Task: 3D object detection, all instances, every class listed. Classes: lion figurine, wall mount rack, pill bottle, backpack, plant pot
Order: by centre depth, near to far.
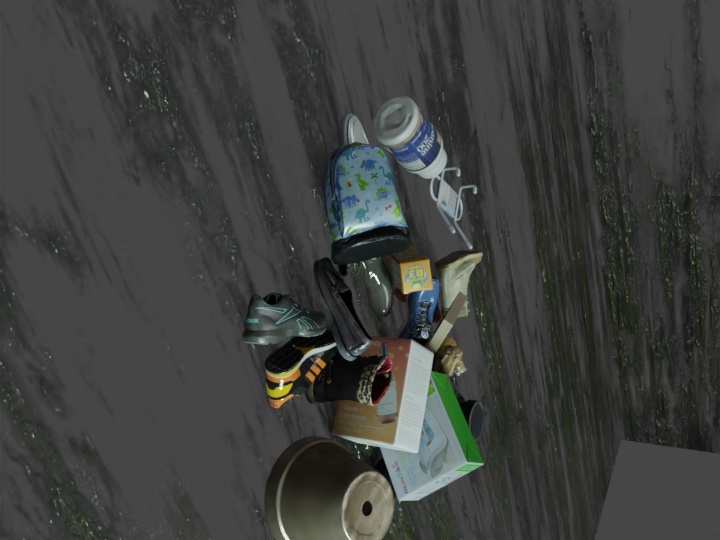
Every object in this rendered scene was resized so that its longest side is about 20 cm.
[{"bbox_3d":[-0.040,0.394,1.162,0.196,0.171,0.206,6,80,-38],"label":"plant pot"},{"bbox_3d":[0.003,-0.136,1.278,0.155,0.158,0.205,102,-23,-64],"label":"backpack"},{"bbox_3d":[0.117,-0.286,1.503,0.199,0.108,0.114,34,62,-53],"label":"pill bottle"},{"bbox_3d":[0.171,0.323,1.518,0.111,0.195,0.116,-3,94,-57],"label":"pill bottle"},{"bbox_3d":[0.196,0.199,1.578,0.201,0.071,0.125,-81,-169,-69],"label":"lion figurine"},{"bbox_3d":[0.243,-0.159,1.741,0.199,0.073,0.179,30,66,-53],"label":"wall mount rack"}]

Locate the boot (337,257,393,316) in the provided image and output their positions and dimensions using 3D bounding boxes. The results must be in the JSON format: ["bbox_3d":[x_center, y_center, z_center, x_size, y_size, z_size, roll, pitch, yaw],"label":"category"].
[{"bbox_3d":[0.000,0.000,1.379,0.129,0.066,0.206,-10,93,-51],"label":"boot"}]

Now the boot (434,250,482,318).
[{"bbox_3d":[0.262,0.035,1.780,0.198,0.071,0.159,-21,108,-50],"label":"boot"}]

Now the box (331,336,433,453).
[{"bbox_3d":[0.046,0.245,1.363,0.106,0.149,0.206,33,63,-52],"label":"box"}]

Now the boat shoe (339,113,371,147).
[{"bbox_3d":[0.015,-0.220,1.381,0.074,0.065,0.205,-46,128,-47],"label":"boat shoe"}]

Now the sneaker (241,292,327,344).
[{"bbox_3d":[-0.122,0.077,1.163,0.198,0.074,0.082,-3,91,-58],"label":"sneaker"}]

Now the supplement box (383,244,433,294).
[{"bbox_3d":[0.095,-0.007,1.414,0.200,0.065,0.071,-125,-153,-74],"label":"supplement box"}]

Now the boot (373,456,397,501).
[{"bbox_3d":[0.009,0.442,1.375,0.203,0.075,0.170,-61,142,-28],"label":"boot"}]

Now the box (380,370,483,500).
[{"bbox_3d":[0.131,0.343,1.409,0.096,0.175,0.204,25,37,-54],"label":"box"}]

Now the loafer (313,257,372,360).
[{"bbox_3d":[-0.029,0.061,1.249,0.071,0.062,0.204,17,49,-56],"label":"loafer"}]

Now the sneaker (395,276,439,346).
[{"bbox_3d":[0.137,0.109,1.499,0.076,0.089,0.205,4,113,-19],"label":"sneaker"}]

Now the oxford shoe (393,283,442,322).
[{"bbox_3d":[0.144,0.059,1.593,0.200,0.070,0.075,47,48,-47],"label":"oxford shoe"}]

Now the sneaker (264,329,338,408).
[{"bbox_3d":[-0.103,0.173,1.213,0.199,0.069,0.093,-27,129,-55],"label":"sneaker"}]

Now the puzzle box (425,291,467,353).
[{"bbox_3d":[0.176,0.155,1.564,0.133,0.025,0.203,-48,168,-55],"label":"puzzle box"}]

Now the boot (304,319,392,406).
[{"bbox_3d":[-0.006,0.169,1.277,0.202,0.147,0.074,-59,136,-38],"label":"boot"}]
